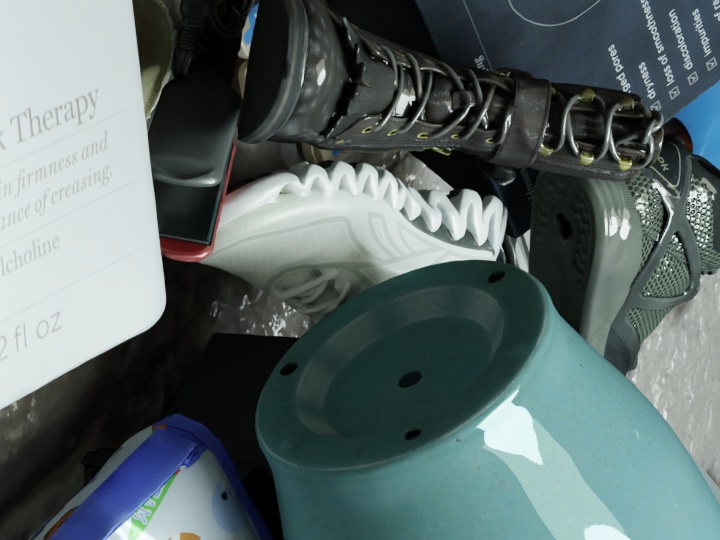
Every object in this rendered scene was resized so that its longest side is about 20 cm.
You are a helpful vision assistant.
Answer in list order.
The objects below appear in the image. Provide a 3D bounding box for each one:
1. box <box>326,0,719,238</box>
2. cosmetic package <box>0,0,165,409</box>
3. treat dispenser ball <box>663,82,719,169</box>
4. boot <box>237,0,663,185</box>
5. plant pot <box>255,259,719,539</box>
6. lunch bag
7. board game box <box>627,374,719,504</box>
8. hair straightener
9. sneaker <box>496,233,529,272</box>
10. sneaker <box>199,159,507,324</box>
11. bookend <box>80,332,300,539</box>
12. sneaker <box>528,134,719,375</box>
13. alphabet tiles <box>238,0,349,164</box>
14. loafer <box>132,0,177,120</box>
[{"bbox_3d":[0.089,-0.161,1.119,0.196,0.124,0.200,-38,136,-12],"label":"box"},{"bbox_3d":[-0.183,-0.060,0.749,0.167,0.166,0.201,-32,123,-52],"label":"cosmetic package"},{"bbox_3d":[0.250,-0.112,1.427,0.201,0.200,0.202,-23,117,-55],"label":"treat dispenser ball"},{"bbox_3d":[0.041,-0.072,0.970,0.200,0.173,0.070,-76,176,-88],"label":"boot"},{"bbox_3d":[0.051,0.107,0.995,0.200,0.199,0.188,-54,127,-37],"label":"plant pot"},{"bbox_3d":[-0.110,0.180,0.980,0.170,0.123,0.201,-47,145,-45],"label":"lunch bag"},{"bbox_3d":[0.167,0.159,1.371,0.064,0.200,0.148,-20,123,-9],"label":"board game box"},{"bbox_3d":[-0.058,-0.090,0.991,0.200,0.041,0.077,-73,174,-53],"label":"hair straightener"},{"bbox_3d":[0.078,0.018,1.312,0.116,0.075,0.201,-54,150,-45],"label":"sneaker"},{"bbox_3d":[0.000,0.000,1.045,0.199,0.075,0.082,9,71,-47],"label":"sneaker"},{"bbox_3d":[-0.017,0.087,1.140,0.199,0.092,0.200,-63,141,-36],"label":"bookend"},{"bbox_3d":[0.134,0.013,1.155,0.114,0.076,0.200,-19,137,-26],"label":"sneaker"},{"bbox_3d":[-0.012,-0.158,1.157,0.196,0.015,0.201,-44,133,-46],"label":"alphabet tiles"},{"bbox_3d":[-0.124,-0.049,0.943,0.200,0.068,0.076,-54,140,-40],"label":"loafer"}]
